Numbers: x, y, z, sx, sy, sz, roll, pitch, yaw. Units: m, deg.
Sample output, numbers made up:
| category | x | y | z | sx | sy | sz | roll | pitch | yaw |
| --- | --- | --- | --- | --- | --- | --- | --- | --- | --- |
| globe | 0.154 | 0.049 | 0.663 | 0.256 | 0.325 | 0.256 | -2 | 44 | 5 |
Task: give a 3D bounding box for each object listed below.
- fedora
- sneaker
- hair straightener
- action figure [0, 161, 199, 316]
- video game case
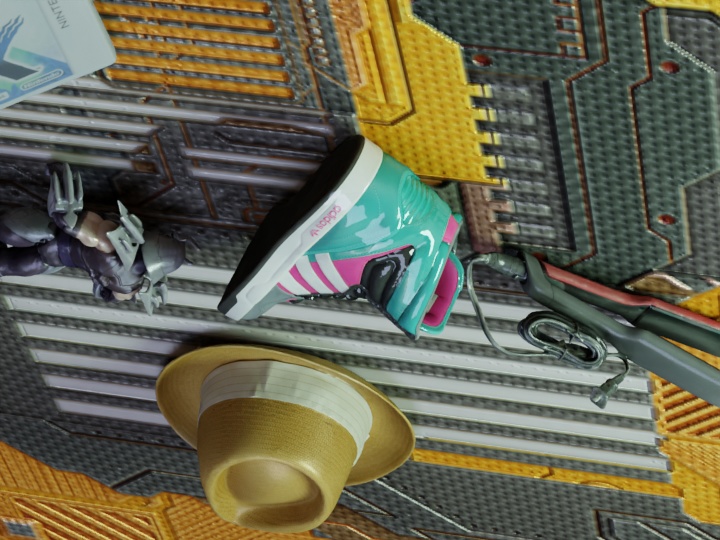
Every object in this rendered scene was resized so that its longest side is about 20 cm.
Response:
| category | x | y | z | sx | sy | sz | roll | pitch | yaw |
| --- | --- | --- | --- | --- | --- | --- | --- | --- | --- |
| fedora | -0.060 | 0.127 | 2.065 | 0.200 | 0.082 | 0.201 | 12 | 151 | 7 |
| sneaker | 0.000 | 0.000 | 1.830 | 0.120 | 0.084 | 0.200 | 33 | 146 | -12 |
| hair straightener | 0.151 | 0.042 | 1.829 | 0.199 | 0.077 | 0.041 | 24 | 151 | -15 |
| action figure | -0.198 | -0.020 | 1.903 | 0.199 | 0.070 | 0.130 | 3 | 141 | 14 |
| video game case | -0.254 | -0.139 | 1.667 | 0.199 | 0.022 | 0.183 | -22 | 145 | 0 |
